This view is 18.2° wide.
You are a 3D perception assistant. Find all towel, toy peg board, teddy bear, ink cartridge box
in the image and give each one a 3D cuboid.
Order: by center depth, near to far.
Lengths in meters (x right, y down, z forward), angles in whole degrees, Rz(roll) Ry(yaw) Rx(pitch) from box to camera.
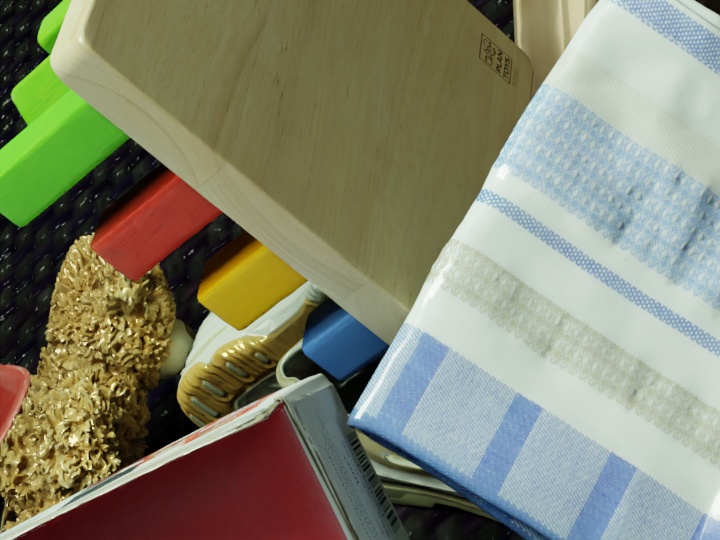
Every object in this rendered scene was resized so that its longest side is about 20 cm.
[{"bbox_3d":[-0.089,0.117,0.721,0.199,0.084,0.176,-27,-3,5],"label":"ink cartridge box"},{"bbox_3d":[0.105,0.007,0.783,0.201,0.146,0.024,-58,0,-13],"label":"towel"},{"bbox_3d":[-0.041,-0.058,0.859,0.098,0.199,0.201,-35,27,33],"label":"toy peg board"},{"bbox_3d":[-0.123,0.086,1.012,0.066,0.145,0.201,15,61,6],"label":"teddy bear"}]

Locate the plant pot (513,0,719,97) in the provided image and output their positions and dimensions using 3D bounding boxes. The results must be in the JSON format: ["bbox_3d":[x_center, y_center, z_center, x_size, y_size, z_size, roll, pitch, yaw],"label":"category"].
[{"bbox_3d":[0.119,-0.129,0.913,0.092,0.202,0.201,-1,39,-4],"label":"plant pot"}]

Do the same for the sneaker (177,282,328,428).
[{"bbox_3d":[0.000,0.000,0.976,0.199,0.076,0.088,-26,35,30],"label":"sneaker"}]

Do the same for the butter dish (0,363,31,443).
[{"bbox_3d":[-0.299,0.104,1.165,0.199,0.148,0.201,-3,52,49],"label":"butter dish"}]

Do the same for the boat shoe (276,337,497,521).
[{"bbox_3d":[0.044,0.053,0.866,0.199,0.068,0.075,-10,47,46],"label":"boat shoe"}]
